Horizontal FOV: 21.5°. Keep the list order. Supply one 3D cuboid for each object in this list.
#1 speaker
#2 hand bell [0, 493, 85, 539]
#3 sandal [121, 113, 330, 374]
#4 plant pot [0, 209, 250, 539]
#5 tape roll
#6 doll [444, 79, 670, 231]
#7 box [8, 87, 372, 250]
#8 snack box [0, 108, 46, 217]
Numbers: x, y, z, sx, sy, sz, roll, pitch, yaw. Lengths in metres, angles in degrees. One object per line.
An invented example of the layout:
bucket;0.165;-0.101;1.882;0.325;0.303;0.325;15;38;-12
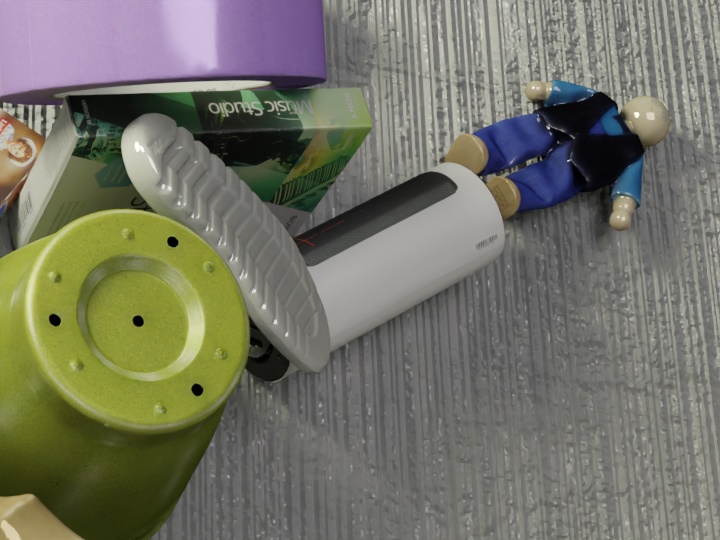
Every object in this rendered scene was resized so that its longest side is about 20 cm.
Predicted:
speaker;0.000;0.000;1.269;0.200;0.081;0.081;-27;83;-33
hand bell;-0.216;0.108;1.010;0.104;0.104;0.200;-36;89;-34
sandal;-0.085;-0.014;1.141;0.203;0.050;0.082;53;30;-29
plant pot;-0.158;0.058;1.095;0.200;0.193;0.201;11;64;-23
tape roll;-0.121;-0.139;1.144;0.200;0.200;0.066;-5;93;-29
doll;0.158;-0.087;1.405;0.200;0.048;0.137;-23;71;-39
box;-0.108;-0.062;1.200;0.200;0.144;0.036;-6;64;-29
snack box;-0.276;-0.027;1.167;0.072;0.024;0.200;33;57;2
